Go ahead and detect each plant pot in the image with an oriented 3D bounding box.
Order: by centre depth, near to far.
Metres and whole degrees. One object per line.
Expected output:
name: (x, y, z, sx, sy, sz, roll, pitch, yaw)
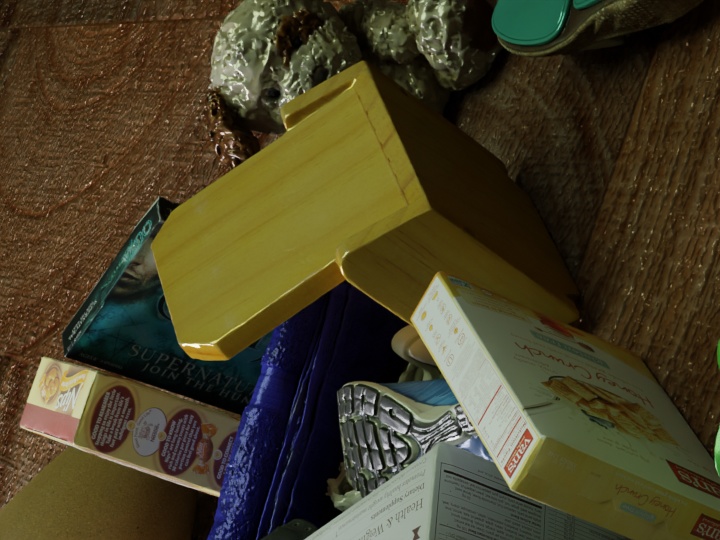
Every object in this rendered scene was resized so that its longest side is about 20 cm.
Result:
plant pot: (-0.205, 0.220, 2.112, 0.186, 0.186, 0.200, -14, 44, 61)

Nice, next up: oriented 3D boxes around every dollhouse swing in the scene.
dollhouse swing: (0.000, 0.000, 1.788, 0.176, 0.182, 0.200, -48, 29, 14)

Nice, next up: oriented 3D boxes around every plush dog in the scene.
plush dog: (-0.021, -0.136, 1.998, 0.200, 0.171, 0.160, -67, 23, 5)

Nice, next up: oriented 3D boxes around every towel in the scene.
towel: (-0.025, 0.108, 1.870, 0.049, 0.148, 0.201, 13, 80, 31)

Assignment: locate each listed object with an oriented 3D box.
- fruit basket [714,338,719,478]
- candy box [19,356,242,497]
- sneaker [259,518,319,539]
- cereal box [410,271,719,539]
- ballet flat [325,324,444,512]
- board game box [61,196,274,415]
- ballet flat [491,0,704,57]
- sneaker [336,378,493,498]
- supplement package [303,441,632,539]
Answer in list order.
fruit basket: (0.228, 0.026, 1.392, 0.215, 0.155, 0.216, -23, 54, 36)
candy box: (-0.117, 0.117, 1.955, 0.115, 0.200, 0.055, 7, 76, 65)
sneaker: (-0.017, 0.179, 1.755, 0.199, 0.060, 0.104, -29, 30, -5)
cereal box: (0.118, 0.080, 1.559, 0.040, 0.144, 0.200, -60, 26, 15)
ballet flat: (0.039, 0.077, 1.827, 0.200, 0.072, 0.072, -64, 24, 7)
board game box: (-0.082, 0.034, 1.950, 0.135, 0.200, 0.028, -53, 31, 31)
ballet flat: (0.151, -0.163, 1.791, 0.200, 0.065, 0.071, -8, 64, 66)
sneaker: (0.063, 0.099, 1.728, 0.200, 0.089, 0.079, 4, 102, 49)
supplement package: (0.043, 0.238, 1.580, 0.191, 0.147, 0.200, -41, 35, 46)
